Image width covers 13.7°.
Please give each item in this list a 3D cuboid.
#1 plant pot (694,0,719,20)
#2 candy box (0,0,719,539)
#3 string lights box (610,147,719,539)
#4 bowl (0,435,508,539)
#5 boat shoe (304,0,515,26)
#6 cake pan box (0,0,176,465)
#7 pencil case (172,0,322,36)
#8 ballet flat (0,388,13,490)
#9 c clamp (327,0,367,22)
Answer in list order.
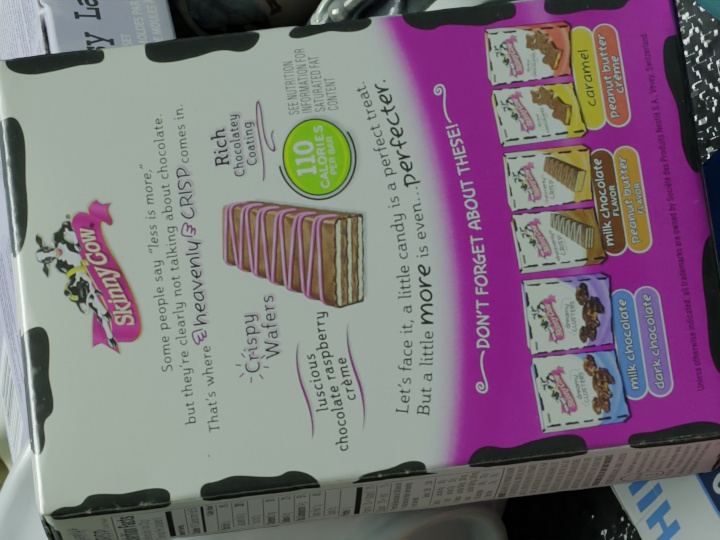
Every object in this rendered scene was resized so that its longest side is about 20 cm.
[{"bbox_3d":[0.100,-0.176,0.806,0.200,0.187,0.201,-39,38,39],"label":"plant pot"},{"bbox_3d":[0.000,0.000,0.865,0.061,0.199,0.137,96,167,-74],"label":"candy box"},{"bbox_3d":[0.148,0.001,0.884,0.200,0.059,0.103,-48,56,33],"label":"string lights box"},{"bbox_3d":[-0.017,0.086,0.956,0.090,0.200,0.202,44,118,31],"label":"bowl"},{"bbox_3d":[-0.015,-0.033,1.050,0.200,0.075,0.060,-51,55,17],"label":"boat shoe"},{"bbox_3d":[-0.105,-0.044,1.074,0.185,0.052,0.201,102,159,-47],"label":"cake pan box"},{"bbox_3d":[-0.049,-0.186,1.077,0.077,0.089,0.201,-13,73,-1],"label":"pencil case"},{"bbox_3d":[-0.123,0.080,1.134,0.201,0.075,0.064,58,169,12],"label":"ballet flat"},{"bbox_3d":[0.022,-0.209,1.014,0.170,0.027,0.201,-33,60,18],"label":"c clamp"}]
